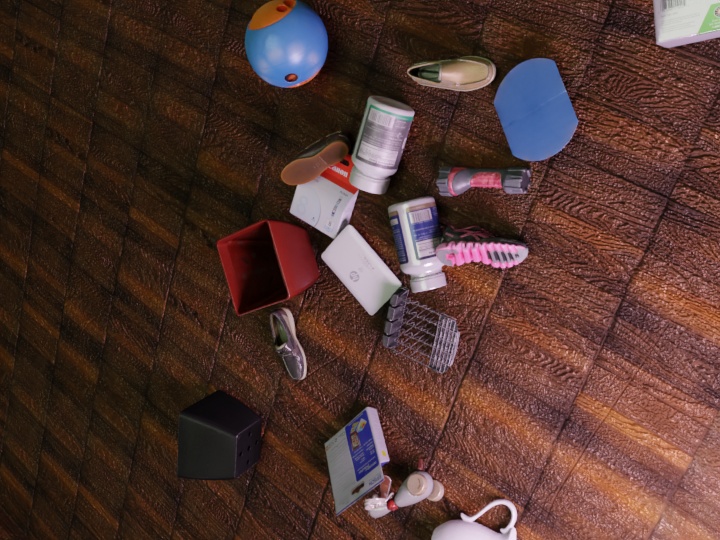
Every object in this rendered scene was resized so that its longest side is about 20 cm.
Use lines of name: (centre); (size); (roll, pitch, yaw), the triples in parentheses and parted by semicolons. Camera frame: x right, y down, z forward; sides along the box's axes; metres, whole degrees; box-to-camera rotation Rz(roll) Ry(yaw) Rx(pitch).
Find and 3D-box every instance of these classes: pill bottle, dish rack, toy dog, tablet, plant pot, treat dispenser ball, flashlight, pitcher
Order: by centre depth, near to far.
flashlight: (0.261, -0.190, 1.612); (0.198, 0.068, 0.069); (8, 102, 36)
pill bottle: (0.135, -0.058, 1.702); (0.110, 0.110, 0.203); (-12, 91, 37)
pill bottle: (0.044, -0.287, 1.727); (0.112, 0.112, 0.203); (30, 115, 28)
pitcher: (0.267, 0.613, 1.732); (0.197, 0.121, 0.174); (-6, 74, 26)
dish rack: (0.144, 0.143, 1.766); (0.198, 0.054, 0.156); (23, 115, 29)
treat dispenser ball: (-0.176, -0.540, 1.790); (0.199, 0.200, 0.204); (7, 102, 35)
toy dog: (0.100, 0.524, 1.831); (0.197, 0.132, 0.097); (-15, 53, 7)
tablet: (0.000, 0.000, 1.851); (0.201, 0.014, 0.130); (49, 123, 7)
plant pot: (-0.221, -0.018, 1.931); (0.198, 0.175, 0.203); (-18, 88, 37)
plant pot: (-0.391, 0.483, 2.145); (0.175, 0.199, 0.203); (11, 104, 23)

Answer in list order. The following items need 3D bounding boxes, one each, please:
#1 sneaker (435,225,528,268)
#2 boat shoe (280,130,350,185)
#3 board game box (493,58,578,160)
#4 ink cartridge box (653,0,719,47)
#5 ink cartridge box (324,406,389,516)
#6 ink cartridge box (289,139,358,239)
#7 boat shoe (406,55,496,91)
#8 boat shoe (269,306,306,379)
sneaker: (0.264, -0.062, 1.630); (0.197, 0.096, 0.080); (3, 140, 17)
boat shoe: (-0.108, -0.277, 1.853); (0.198, 0.071, 0.071); (-23, 127, 22)
board game box: (0.362, -0.325, 1.535); (0.157, 0.039, 0.203); (-28, 76, 41)
ink cartridge box: (0.587, -0.507, 1.304); (0.144, 0.084, 0.203); (-2, 97, 36)
ink cartridge box: (-0.008, 0.480, 1.892); (0.198, 0.047, 0.202); (-45, 44, 32)
ink cartridge box: (-0.083, -0.203, 1.877); (0.159, 0.047, 0.202); (31, 117, 28)
boat shoe: (0.191, -0.422, 1.618); (0.198, 0.076, 0.073); (5, 101, 35)
boat shoe: (-0.202, 0.201, 2.024); (0.071, 0.066, 0.204); (-15, 89, 36)
